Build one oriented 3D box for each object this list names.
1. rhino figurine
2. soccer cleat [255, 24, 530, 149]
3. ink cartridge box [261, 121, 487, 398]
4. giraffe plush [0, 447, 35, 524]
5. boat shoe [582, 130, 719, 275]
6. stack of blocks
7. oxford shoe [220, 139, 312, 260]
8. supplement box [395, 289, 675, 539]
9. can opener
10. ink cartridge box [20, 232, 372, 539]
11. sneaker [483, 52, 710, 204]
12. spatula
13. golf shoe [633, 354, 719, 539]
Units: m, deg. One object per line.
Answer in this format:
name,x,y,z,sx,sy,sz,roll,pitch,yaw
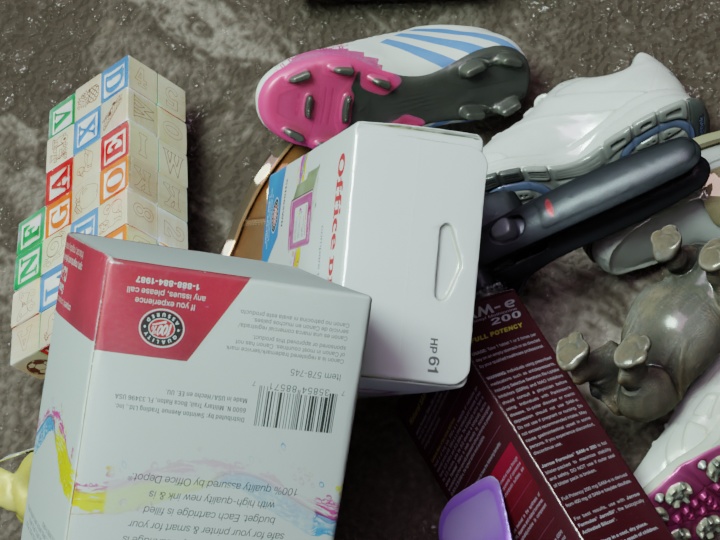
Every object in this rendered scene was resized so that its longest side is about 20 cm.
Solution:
rhino figurine,0.207,0.009,1.007,0.200,0.088,0.060,-46,50,-4
soccer cleat,0.017,-0.126,1.143,0.198,0.071,0.086,-8,28,-20
ink cartridge box,0.000,0.000,1.026,0.084,0.200,0.147,7,82,-18
giraffe plush,-0.136,0.175,1.039,0.171,0.199,0.164,-16,88,36
boat shoe,0.239,-0.047,1.078,0.199,0.075,0.069,-29,58,-1
stack of blocks,-0.178,-0.032,1.158,0.114,0.058,0.202,-27,51,31
oxford shoe,-0.056,-0.015,1.148,0.071,0.071,0.202,27,85,12
supplement box,0.103,0.125,1.013,0.060,0.109,0.201,-16,60,-28
can opener,0.121,-0.032,1.045,0.198,0.063,0.079,-24,72,21
ink cartridge box,-0.095,0.094,0.906,0.144,0.144,0.203,9,93,-20
sneaker,0.132,-0.079,1.132,0.198,0.075,0.088,-22,44,3
spatula,0.067,0.214,0.948,0.056,0.020,0.202,-36,39,37
golf shoe,0.223,0.091,1.034,0.199,0.075,0.092,-39,41,-3
